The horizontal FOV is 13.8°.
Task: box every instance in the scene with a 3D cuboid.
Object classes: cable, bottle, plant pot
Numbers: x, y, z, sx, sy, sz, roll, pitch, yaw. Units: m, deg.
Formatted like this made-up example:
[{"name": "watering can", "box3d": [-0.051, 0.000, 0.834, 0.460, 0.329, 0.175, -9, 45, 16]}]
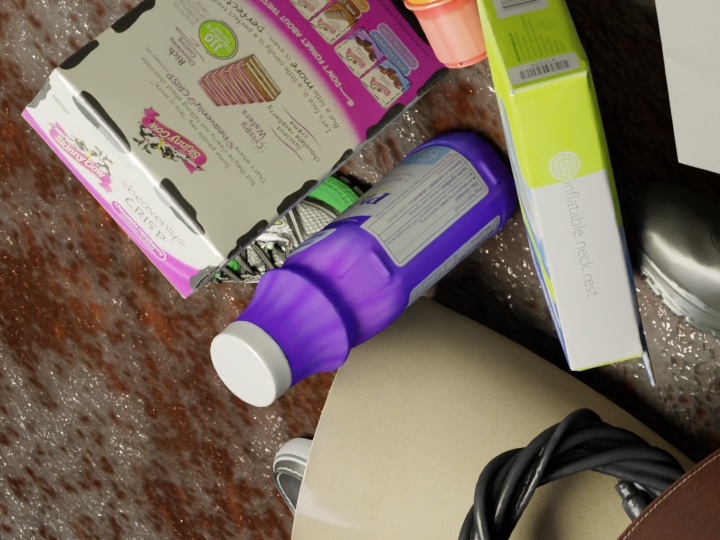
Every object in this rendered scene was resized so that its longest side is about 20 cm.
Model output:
[{"name": "cable", "box3d": [0.129, 0.174, 1.606, 0.051, 0.163, 0.201, -125, 35, -78]}, {"name": "bottle", "box3d": [0.000, 0.000, 1.630, 0.065, 0.200, 0.083, 53, 147, -5]}, {"name": "plant pot", "box3d": [0.085, 0.127, 1.699, 0.199, 0.188, 0.188, 18, 138, 13]}]

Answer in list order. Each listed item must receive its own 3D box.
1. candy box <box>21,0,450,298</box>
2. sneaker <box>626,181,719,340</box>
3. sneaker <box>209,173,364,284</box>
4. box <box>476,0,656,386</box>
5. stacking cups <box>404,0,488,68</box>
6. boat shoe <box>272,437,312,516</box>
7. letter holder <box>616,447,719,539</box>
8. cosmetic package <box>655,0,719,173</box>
[{"name": "candy box", "box3d": [-0.065, -0.098, 1.607, 0.136, 0.200, 0.061, 49, 146, 1]}, {"name": "sneaker", "box3d": [0.228, 0.006, 1.507, 0.200, 0.076, 0.091, 33, 134, 11]}, {"name": "sneaker", "box3d": [-0.058, -0.015, 1.784, 0.200, 0.085, 0.078, 18, 136, 37]}, {"name": "box", "box3d": [0.107, -0.045, 1.547, 0.122, 0.048, 0.200, -103, -2, -56]}, {"name": "stacking cups", "box3d": [0.022, -0.198, 1.540, 0.060, 0.060, 0.200, -2, 123, 49]}, {"name": "boat shoe", "box3d": [0.004, 0.201, 1.942, 0.200, 0.066, 0.070, 51, 146, -3]}, {"name": "letter holder", "box3d": [0.213, 0.173, 1.545, 0.142, 0.200, 0.101, 43, 140, 19]}, {"name": "cosmetic package", "box3d": [0.193, -0.145, 1.356, 0.090, 0.107, 0.200, 16, 136, 38]}]
